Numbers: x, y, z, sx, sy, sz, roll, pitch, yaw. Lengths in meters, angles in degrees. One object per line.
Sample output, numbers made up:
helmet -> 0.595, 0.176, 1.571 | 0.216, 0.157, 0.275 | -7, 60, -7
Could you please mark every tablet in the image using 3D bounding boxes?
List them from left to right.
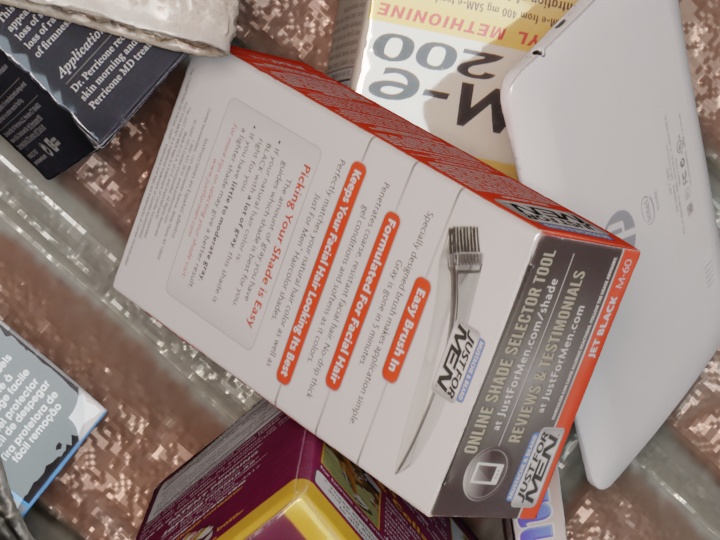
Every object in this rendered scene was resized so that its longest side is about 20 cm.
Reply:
tablet -> 0.111, -0.023, 0.967 | 0.130, 0.014, 0.201 | -46, 132, -39

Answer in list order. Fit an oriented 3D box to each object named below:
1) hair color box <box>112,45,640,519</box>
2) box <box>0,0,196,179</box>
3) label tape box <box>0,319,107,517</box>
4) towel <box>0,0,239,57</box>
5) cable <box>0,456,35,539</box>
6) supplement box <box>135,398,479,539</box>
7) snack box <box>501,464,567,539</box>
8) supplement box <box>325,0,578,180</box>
hair color box -> 0.000, 0.000, 0.891 | 0.064, 0.200, 0.112 | 8, 108, -45
box -> -0.115, -0.174, 0.930 | 0.182, 0.104, 0.200 | 44, 74, -10
label tape box -> -0.223, 0.048, 0.943 | 0.200, 0.066, 0.144 | 40, 83, -12
towel -> -0.128, -0.165, 0.853 | 0.199, 0.034, 0.134 | 13, 82, -16
cable -> -0.133, 0.113, 0.905 | 0.097, 0.050, 0.202 | -11, 92, -32
supplement box -> -0.017, 0.131, 0.912 | 0.103, 0.200, 0.131 | -38, 98, 9
snack box -> 0.068, 0.083, 0.965 | 0.024, 0.072, 0.201 | -9, 117, 0
supplement box -> 0.055, -0.099, 0.995 | 0.125, 0.074, 0.202 | 10, 90, -12
